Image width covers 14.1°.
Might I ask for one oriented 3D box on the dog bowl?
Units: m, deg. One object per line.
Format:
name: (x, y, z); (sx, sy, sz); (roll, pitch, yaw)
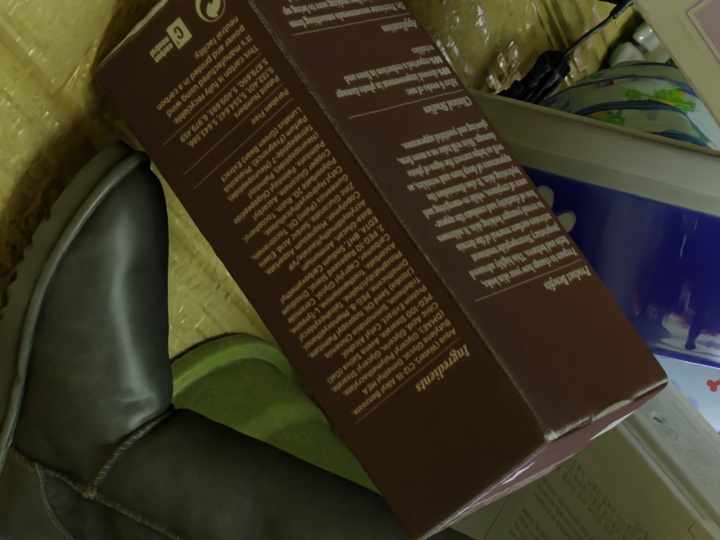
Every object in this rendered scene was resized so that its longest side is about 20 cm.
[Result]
dog bowl: (0.112, -0.016, 1.172); (0.200, 0.200, 0.079); (4, 101, -66)

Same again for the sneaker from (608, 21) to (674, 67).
sneaker: (0.136, -0.022, 1.429); (0.078, 0.091, 0.200); (-6, 124, -63)

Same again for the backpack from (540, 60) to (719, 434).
backpack: (0.140, 0.002, 1.345); (0.154, 0.163, 0.201); (-3, 88, -66)

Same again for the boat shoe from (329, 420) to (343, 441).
boat shoe: (0.022, 0.065, 1.327); (0.200, 0.065, 0.074); (-46, 174, 27)

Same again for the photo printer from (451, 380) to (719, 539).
photo printer: (0.097, 0.154, 1.251); (0.069, 0.166, 0.200); (7, 121, -40)

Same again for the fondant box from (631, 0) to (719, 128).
fondant box: (0.129, -0.114, 1.075); (0.058, 0.144, 0.200); (-34, 176, 11)

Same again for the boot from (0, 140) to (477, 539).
boot: (-0.035, 0.070, 1.017); (0.073, 0.200, 0.182); (-40, 154, -54)

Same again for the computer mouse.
computer mouse: (0.103, -0.122, 1.316); (0.200, 0.034, 0.059); (-47, -177, -18)

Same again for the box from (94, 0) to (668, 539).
box: (0.008, -0.015, 1.000); (0.075, 0.200, 0.100); (-42, 168, 29)

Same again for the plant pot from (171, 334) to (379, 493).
plant pot: (-0.021, 0.157, 1.189); (0.200, 0.184, 0.201); (-46, 155, -30)
